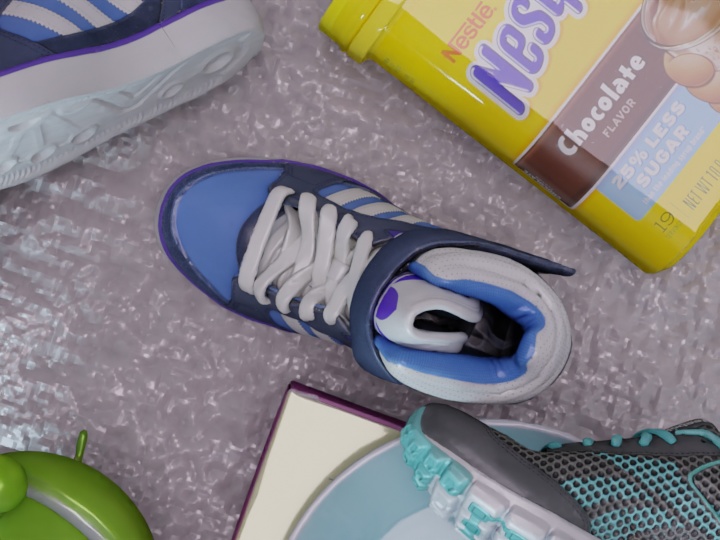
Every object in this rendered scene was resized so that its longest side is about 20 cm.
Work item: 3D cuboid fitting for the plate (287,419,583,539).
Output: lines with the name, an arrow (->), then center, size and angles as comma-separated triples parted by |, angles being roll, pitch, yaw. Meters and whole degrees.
plate -> 0.055, 0.164, 0.818 | 0.200, 0.026, 0.200 | 0, 89, -1

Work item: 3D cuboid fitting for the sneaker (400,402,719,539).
sneaker -> 0.113, 0.096, 0.783 | 0.200, 0.078, 0.091 | 29, 72, -5

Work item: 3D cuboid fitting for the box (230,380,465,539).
box -> 0.015, 0.175, 0.877 | 0.176, 0.097, 0.200 | 19, 88, -1

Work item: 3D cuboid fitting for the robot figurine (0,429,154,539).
robot figurine -> -0.164, 0.161, 0.830 | 0.116, 0.200, 0.176 | 10, 130, 25

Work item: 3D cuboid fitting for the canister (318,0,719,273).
canister -> 0.103, -0.112, 0.891 | 0.200, 0.087, 0.149 | 38, 88, -2

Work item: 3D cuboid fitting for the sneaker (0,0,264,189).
sneaker -> -0.155, -0.128, 0.854 | 0.200, 0.081, 0.146 | -26, 76, -27

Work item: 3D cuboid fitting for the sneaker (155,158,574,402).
sneaker -> 0.000, 0.000, 0.846 | 0.200, 0.146, 0.081 | 23, 89, -2
